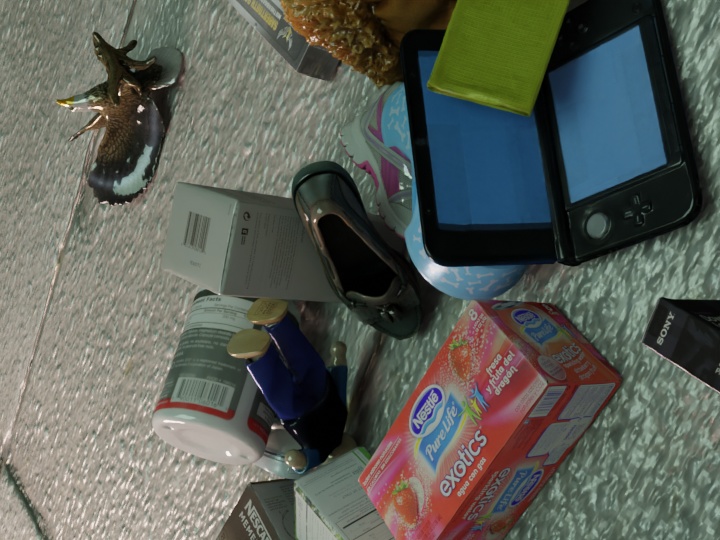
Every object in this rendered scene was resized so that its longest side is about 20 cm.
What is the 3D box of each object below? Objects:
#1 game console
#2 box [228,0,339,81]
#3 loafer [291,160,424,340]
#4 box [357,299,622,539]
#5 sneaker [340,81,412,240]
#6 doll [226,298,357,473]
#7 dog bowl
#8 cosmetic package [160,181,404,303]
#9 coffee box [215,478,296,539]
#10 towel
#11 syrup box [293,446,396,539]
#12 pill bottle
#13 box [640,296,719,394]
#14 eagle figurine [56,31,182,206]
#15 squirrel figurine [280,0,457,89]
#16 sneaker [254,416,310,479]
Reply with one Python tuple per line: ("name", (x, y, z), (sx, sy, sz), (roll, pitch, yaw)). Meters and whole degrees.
("game console", (0.135, -0.113, 0.714), (0.170, 0.117, 0.202), (-23, 66, 43))
("box", (-0.064, -0.320, 1.011), (0.200, 0.048, 0.159), (49, 122, 38))
("loafer", (0.000, 0.000, 0.815), (0.071, 0.201, 0.063), (-26, 38, 9))
("box", (0.098, 0.128, 0.760), (0.095, 0.102, 0.201), (51, 124, 37))
("sneaker", (0.054, -0.094, 0.840), (0.089, 0.081, 0.201), (-55, 51, 31))
("doll", (-0.047, 0.115, 0.885), (0.048, 0.201, 0.137), (-3, 41, 31))
("dog bowl", (0.085, -0.079, 0.773), (0.050, 0.110, 0.202), (132, 130, -65))
("cosmetic package", (-0.066, -0.023, 0.879), (0.107, 0.198, 0.086), (18, 98, 48))
("coffee box", (-0.058, 0.316, 0.931), (0.201, 0.079, 0.115), (54, 124, 35))
("towel", (0.120, -0.219, 0.729), (0.085, 0.018, 0.202), (17, 80, 18))
("syrup box", (0.026, 0.253, 0.830), (0.200, 0.081, 0.079), (38, 139, 41))
("pill bottle", (-0.124, 0.079, 0.956), (0.113, 0.113, 0.202), (-17, 48, 45))
("box", (0.275, 0.076, 0.538), (0.200, 0.142, 0.036), (40, 116, 42))
("eagle figurine", (-0.319, -0.207, 1.251), (0.201, 0.149, 0.153), (102, -169, -53))
("squirrel figurine", (0.015, -0.243, 0.813), (0.199, 0.185, 0.143), (-36, 62, 38))
("sneaker", (-0.119, 0.158, 1.028), (0.199, 0.073, 0.072), (16, 90, 38))
